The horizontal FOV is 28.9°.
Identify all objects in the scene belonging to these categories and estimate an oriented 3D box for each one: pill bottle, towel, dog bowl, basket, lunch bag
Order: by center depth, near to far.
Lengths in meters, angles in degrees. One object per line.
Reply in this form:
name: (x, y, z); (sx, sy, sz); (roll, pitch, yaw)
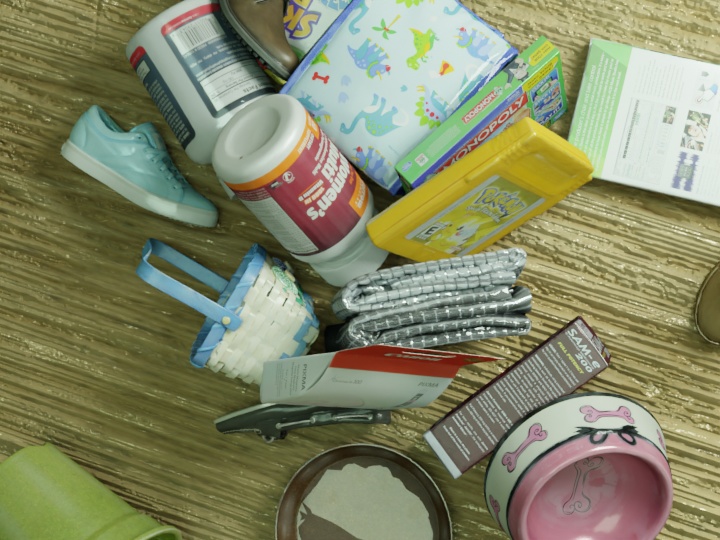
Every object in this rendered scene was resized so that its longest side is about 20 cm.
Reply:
dog bowl: (0.231, 0.226, 1.433); (0.199, 0.074, 0.201); (-6, 121, -10)
pill bottle: (-0.055, -0.078, 1.434); (0.109, 0.110, 0.200); (-34, 129, 10)
towel: (0.073, 0.042, 1.440); (0.199, 0.166, 0.086); (-9, 84, -4)
lunch bag: (0.042, -0.203, 1.472); (0.170, 0.127, 0.200); (39, 99, 7)
basket: (-0.147, 0.031, 1.499); (0.200, 0.176, 0.139); (27, 98, -11)
pill bottle: (-0.155, -0.184, 1.513); (0.119, 0.120, 0.200); (-32, 87, 10)

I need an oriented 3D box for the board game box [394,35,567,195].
board game box: (0.127, -0.137, 1.434); (0.200, 0.135, 0.029); (-42, 69, -4)

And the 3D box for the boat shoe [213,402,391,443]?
boat shoe: (-0.063, 0.163, 1.539); (0.199, 0.067, 0.057); (-15, 85, 7)

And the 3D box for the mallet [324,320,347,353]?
mallet: (0.000, 0.000, 1.538); (0.066, 0.041, 0.201); (5, 89, 10)

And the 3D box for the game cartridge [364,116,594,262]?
game cartridge: (0.127, -0.071, 1.423); (0.200, 0.176, 0.033); (-32, 67, 22)

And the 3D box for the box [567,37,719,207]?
box: (0.323, -0.153, 1.471); (0.199, 0.036, 0.145); (14, 95, 8)

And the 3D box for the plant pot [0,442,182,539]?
plant pot: (-0.333, 0.297, 1.545); (0.184, 0.200, 0.201); (41, 99, 17)

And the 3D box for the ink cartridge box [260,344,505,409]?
ink cartridge box: (0.019, 0.110, 1.390); (0.200, 0.162, 0.057); (-6, 79, 54)

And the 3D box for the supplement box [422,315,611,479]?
supplement box: (0.167, 0.131, 1.474); (0.200, 0.109, 0.061); (-39, 84, 11)

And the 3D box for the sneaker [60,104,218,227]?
sneaker: (-0.237, -0.119, 1.555); (0.200, 0.074, 0.082); (29, 100, 7)

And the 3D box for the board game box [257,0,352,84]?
board game box: (-0.056, -0.308, 1.538); (0.096, 0.030, 0.200); (43, 101, 6)

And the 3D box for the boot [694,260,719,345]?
boot: (0.390, 0.001, 1.380); (0.066, 0.200, 0.176); (28, 97, 8)

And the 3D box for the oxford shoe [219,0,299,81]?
oxford shoe: (-0.106, -0.290, 1.488); (0.084, 0.073, 0.200); (-33, 67, 14)

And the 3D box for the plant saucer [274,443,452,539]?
plant saucer: (0.005, 0.288, 1.549); (0.199, 0.034, 0.201); (1, 93, 10)
